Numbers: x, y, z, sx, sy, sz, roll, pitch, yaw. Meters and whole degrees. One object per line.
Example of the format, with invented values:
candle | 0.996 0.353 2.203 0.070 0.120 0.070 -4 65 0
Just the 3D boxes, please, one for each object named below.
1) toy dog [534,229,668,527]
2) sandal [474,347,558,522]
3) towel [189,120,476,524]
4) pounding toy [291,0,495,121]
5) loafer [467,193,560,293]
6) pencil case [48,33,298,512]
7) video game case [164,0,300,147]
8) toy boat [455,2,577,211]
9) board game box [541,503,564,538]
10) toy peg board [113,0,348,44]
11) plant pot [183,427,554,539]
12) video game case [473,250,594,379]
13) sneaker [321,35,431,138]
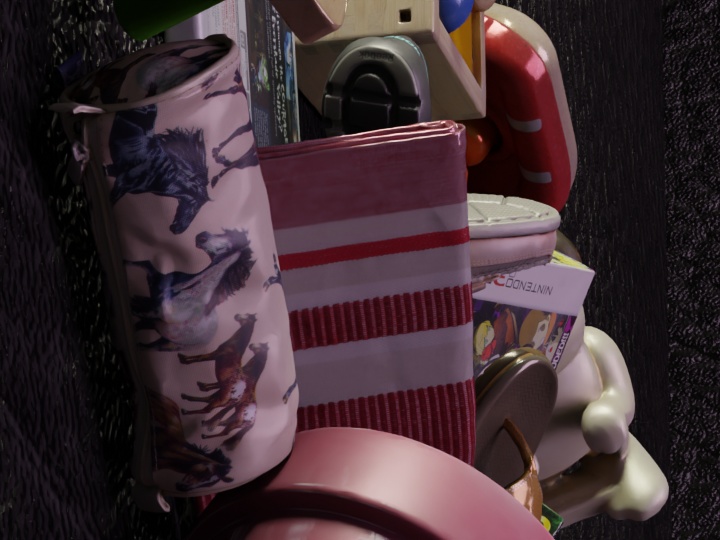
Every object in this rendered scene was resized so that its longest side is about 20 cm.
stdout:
toy dog | 0.101 0.059 1.412 0.200 0.139 0.195 72 5 -50
sandal | 0.058 0.137 1.155 0.201 0.054 0.080 -64 149 -9
towel | -0.017 0.032 1.074 0.023 0.143 0.201 -118 -158 -63
pounding toy | 0.036 -0.194 1.392 0.200 0.141 0.185 45 43 -70
loafer | 0.000 0.000 1.112 0.072 0.199 0.063 -140 -132 -69
pencil case | -0.079 0.003 0.985 0.078 0.089 0.201 25 -51 54
video game case | -0.067 -0.122 1.196 0.182 0.023 0.201 18 67 -75
toy boat | 0.072 -0.091 1.623 0.131 0.130 0.201 -50 143 -26
board game box | 0.054 0.211 1.286 0.105 0.023 0.200 -50 172 -30
toy peg board | -0.088 -0.214 1.002 0.199 0.097 0.201 52 29 -29
plant pot | -0.016 0.197 0.992 0.179 0.199 0.201 -49 135 -50
video game case | 0.037 0.076 1.244 0.181 0.036 0.201 11 102 -54
sneaker | 0.012 -0.034 1.271 0.079 0.075 0.201 -51 152 -70
